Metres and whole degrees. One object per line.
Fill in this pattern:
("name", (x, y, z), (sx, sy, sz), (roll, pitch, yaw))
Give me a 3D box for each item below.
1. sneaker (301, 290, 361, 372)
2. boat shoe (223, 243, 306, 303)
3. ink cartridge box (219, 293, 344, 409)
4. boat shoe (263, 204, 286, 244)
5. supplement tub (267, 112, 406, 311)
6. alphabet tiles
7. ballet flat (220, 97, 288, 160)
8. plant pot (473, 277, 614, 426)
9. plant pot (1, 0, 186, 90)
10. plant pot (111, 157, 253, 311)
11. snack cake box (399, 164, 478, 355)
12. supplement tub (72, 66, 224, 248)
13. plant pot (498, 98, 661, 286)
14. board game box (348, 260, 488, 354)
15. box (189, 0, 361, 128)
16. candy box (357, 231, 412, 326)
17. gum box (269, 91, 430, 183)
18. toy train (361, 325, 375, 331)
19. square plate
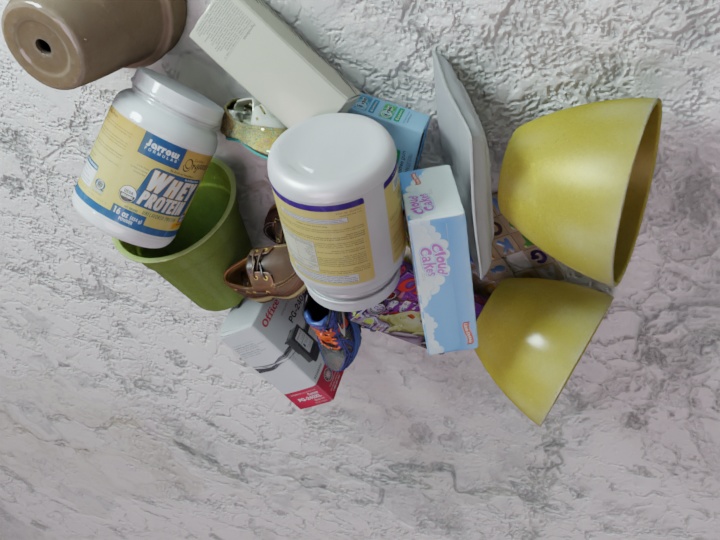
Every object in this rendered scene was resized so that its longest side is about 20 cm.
("sneaker", (-0.051, 0.067, 1.115), (0.075, 0.078, 0.202), (9, 125, 28))
("boat shoe", (-0.127, 0.002, 1.074), (0.067, 0.073, 0.199), (15, 160, -32))
("ink cartridge box", (-0.113, 0.105, 1.262), (0.083, 0.146, 0.200), (-19, 126, 39))
("boat shoe", (-0.093, -0.060, 1.117), (0.070, 0.071, 0.199), (32, 159, -23))
("supplement tub", (-0.021, -0.064, 0.903), (0.144, 0.146, 0.201), (10, 138, 18))
("alphabet tiles", (0.167, -0.022, 1.107), (0.199, 0.008, 0.167), (-20, 121, 39))
("ballet flat", (-0.128, -0.184, 0.983), (0.200, 0.071, 0.071), (32, 157, 55))
("plant pot", (0.235, 0.091, 1.063), (0.141, 0.200, 0.201), (29, 140, 18))
("plant pot", (-0.340, -0.314, 0.950), (0.198, 0.175, 0.201), (15, 138, 14))
("plant pot", (-0.246, -0.038, 1.187), (0.198, 0.201, 0.191), (5, 146, 23))
("snack cake box", (0.096, -0.011, 0.943), (0.066, 0.115, 0.201), (-9, 125, 4))
("supplement tub", (-0.276, -0.147, 1.016), (0.144, 0.145, 0.201), (28, 102, -2))
("plant pot", (0.236, -0.098, 0.856), (0.141, 0.200, 0.201), (15, 138, 25))
("board game box", (0.092, 0.058, 1.114), (0.199, 0.032, 0.120), (23, 124, -38))
("box", (-0.101, -0.247, 0.931), (0.200, 0.068, 0.082), (44, 114, -3))
("candy box", (0.000, 0.000, 1.108), (0.102, 0.026, 0.200), (42, 133, 4))
("gum box", (-0.020, -0.160, 1.036), (0.198, 0.045, 0.171), (20, 138, 8))
("toy train", (0.078, 0.091, 1.247), (0.198, 0.034, 0.046), (11, 148, 16))
("square plate", (0.122, -0.126, 0.902), (0.028, 0.201, 0.199), (-12, 131, 1))
